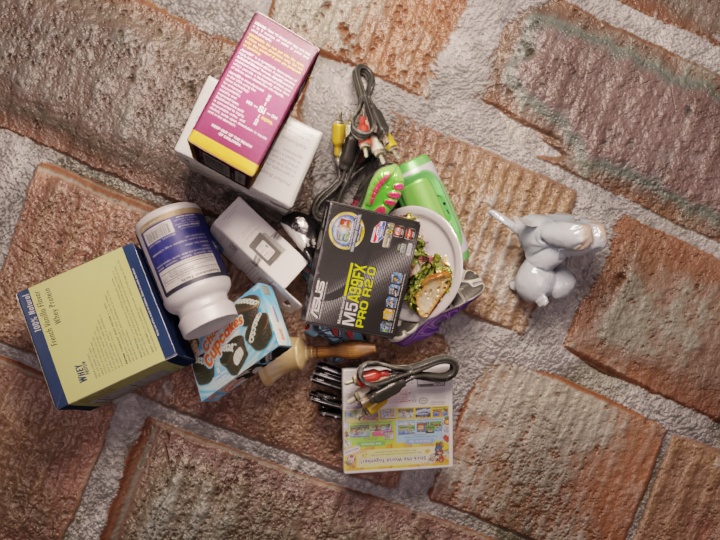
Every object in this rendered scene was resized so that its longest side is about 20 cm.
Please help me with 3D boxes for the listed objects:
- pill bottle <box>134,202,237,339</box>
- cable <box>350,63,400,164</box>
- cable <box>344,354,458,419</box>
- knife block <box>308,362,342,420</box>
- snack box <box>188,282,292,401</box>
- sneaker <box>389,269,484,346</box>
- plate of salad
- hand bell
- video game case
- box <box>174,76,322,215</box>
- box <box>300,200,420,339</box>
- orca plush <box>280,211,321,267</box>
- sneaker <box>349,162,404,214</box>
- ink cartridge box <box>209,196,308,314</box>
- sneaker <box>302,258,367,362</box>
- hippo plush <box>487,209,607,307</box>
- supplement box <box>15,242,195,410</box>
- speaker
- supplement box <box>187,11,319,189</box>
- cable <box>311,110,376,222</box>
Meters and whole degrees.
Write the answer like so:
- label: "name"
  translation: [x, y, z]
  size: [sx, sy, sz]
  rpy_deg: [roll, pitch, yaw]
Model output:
- label: "pill bottle"
  translation: [-0.280, 0.002, 1.094]
  size: [0.115, 0.116, 0.202]
  rpy_deg: [-23, 80, -6]
- label: "cable"
  translation: [0.004, -0.275, 1.167]
  size: [0.096, 0.050, 0.202]
  rpy_deg: [0, 57, -34]
- label: "cable"
  translation: [0.066, 0.174, 1.140]
  size: [0.198, 0.050, 0.098]
  rpy_deg: [-23, 107, -14]
- label: "knife block"
  translation: [0.011, 0.215, 1.218]
  size: [0.198, 0.064, 0.177]
  rpy_deg: [-26, 96, -6]
- label: "snack box"
  translation: [-0.209, 0.123, 1.129]
  size: [0.199, 0.037, 0.117]
  rpy_deg: [-37, 62, 26]
- label: "sneaker"
  translation: [0.135, 0.069, 1.222]
  size: [0.199, 0.083, 0.081]
  rpy_deg: [-31, 54, 9]
- label: "plate of salad"
  translation: [0.084, -0.011, 1.167]
  size: [0.198, 0.048, 0.203]
  rpy_deg: [3, 94, 35]
- label: "hand bell"
  translation: [-0.070, 0.139, 1.154]
  size: [0.197, 0.104, 0.106]
  rpy_deg: [-7, 93, 12]
- label: "video game case"
  translation: [0.065, 0.260, 1.185]
  size: [0.197, 0.023, 0.185]
  rpy_deg: [-1, 92, -9]
- label: "box"
  translation: [-0.180, -0.195, 1.108]
  size: [0.197, 0.200, 0.132]
  rpy_deg: [25, 87, -8]
- label: "box"
  translation: [0.000, 0.000, 1.107]
  size: [0.158, 0.044, 0.203]
  rpy_deg: [12, 95, -17]
- label: "orca plush"
  translation: [-0.045, -0.033, 1.150]
  size: [0.071, 0.105, 0.201]
  rpy_deg: [-40, 86, 13]
- label: "sneaker"
  translation: [0.013, -0.106, 1.185]
  size: [0.076, 0.084, 0.200]
  rpy_deg: [36, 118, -13]
- label: "ink cartridge box"
  translation: [-0.165, -0.022, 1.155]
  size: [0.200, 0.116, 0.067]
  rpy_deg: [44, 70, -8]
- label: "sneaker"
  translation: [-0.066, 0.077, 1.196]
  size: [0.095, 0.079, 0.201]
  rpy_deg: [-31, 95, -2]
- label: "hippo plush"
  translation: [0.343, -0.014, 1.204]
  size: [0.198, 0.159, 0.163]
  rpy_deg: [-1, 105, -26]
- label: "supplement box"
  translation: [-0.409, 0.097, 1.100]
  size: [0.198, 0.134, 0.202]
  rpy_deg: [-24, 79, -6]
- label: "speaker"
  translation: [0.125, -0.102, 1.209]
  size: [0.088, 0.088, 0.202]
  rpy_deg: [-25, 95, -6]
- label: "supplement box"
  translation: [-0.151, -0.232, 0.946]
  size: [0.102, 0.131, 0.202]
  rpy_deg: [27, 85, -9]
- label: "cable"
  translation: [-0.027, -0.181, 1.212]
  size: [0.096, 0.050, 0.202]
  rpy_deg: [14, 103, -25]
